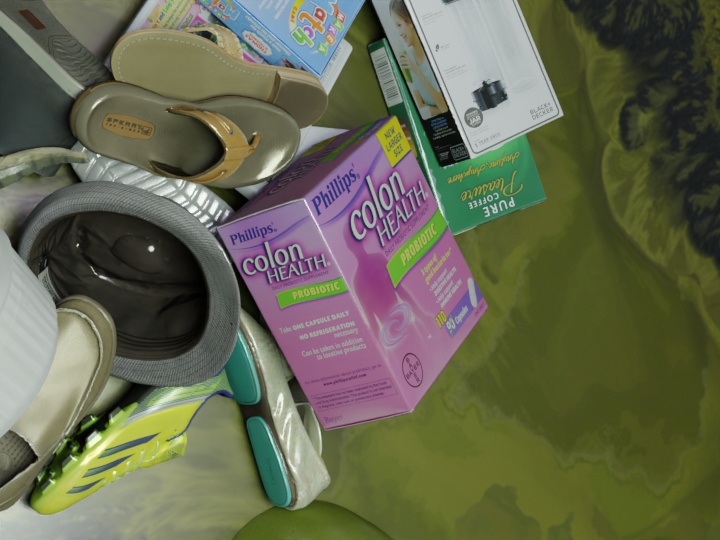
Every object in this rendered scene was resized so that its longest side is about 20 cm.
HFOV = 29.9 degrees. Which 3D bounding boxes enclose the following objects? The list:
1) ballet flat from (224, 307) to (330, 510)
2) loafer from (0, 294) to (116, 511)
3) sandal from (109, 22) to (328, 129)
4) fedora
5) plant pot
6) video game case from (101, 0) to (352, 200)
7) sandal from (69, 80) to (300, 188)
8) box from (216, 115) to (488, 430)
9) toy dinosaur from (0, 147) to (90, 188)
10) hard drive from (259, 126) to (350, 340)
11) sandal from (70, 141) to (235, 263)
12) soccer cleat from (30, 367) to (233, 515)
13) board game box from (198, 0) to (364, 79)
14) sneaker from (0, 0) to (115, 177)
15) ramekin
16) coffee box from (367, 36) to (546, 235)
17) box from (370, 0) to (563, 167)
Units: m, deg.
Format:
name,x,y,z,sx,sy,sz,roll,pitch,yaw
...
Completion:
name,x,y,z,sx,sy,sz,roll,pitch,yaw
ballet flat,-0.078,0.114,1.198,0.062,0.067,0.200,-24,103,-35
loafer,-0.259,0.112,1.067,0.076,0.067,0.200,28,96,-3
sandal,-0.127,-0.173,1.134,0.211,0.078,0.070,10,38,-39
fedora,-0.177,-0.001,1.107,0.200,0.090,0.177,9,118,13
plant pot,-0.007,0.298,1.140,0.187,0.200,0.187,2,86,-26
video game case,-0.114,-0.184,1.190,0.182,0.024,0.200,38,56,-19
sandal,-0.135,-0.105,1.089,0.200,0.054,0.080,7,110,-35
box,0.000,0.000,1.146,0.200,0.097,0.176,63,36,-15
toy dinosaur,-0.323,-0.083,1.079,0.200,0.047,0.088,-26,95,2
hard drive,-0.028,-0.031,1.248,0.132,0.026,0.200,3,85,-26
sandal,-0.185,-0.077,1.164,0.082,0.050,0.203,-42,97,-6
soccer cleat,-0.189,0.143,1.139,0.200,0.065,0.084,-44,112,-21
board game box,-0.089,-0.278,1.203,0.200,0.037,0.151,39,51,-17
sneaker,-0.298,-0.173,1.103,0.200,0.106,0.075,47,27,10
ramekin,-0.318,0.059,1.013,0.202,0.202,0.094,-56,131,-18
coffee box,0.093,-0.141,1.304,0.123,0.044,0.200,-23,96,-26
box,0.094,-0.211,1.251,0.117,0.060,0.200,-28,98,-25
